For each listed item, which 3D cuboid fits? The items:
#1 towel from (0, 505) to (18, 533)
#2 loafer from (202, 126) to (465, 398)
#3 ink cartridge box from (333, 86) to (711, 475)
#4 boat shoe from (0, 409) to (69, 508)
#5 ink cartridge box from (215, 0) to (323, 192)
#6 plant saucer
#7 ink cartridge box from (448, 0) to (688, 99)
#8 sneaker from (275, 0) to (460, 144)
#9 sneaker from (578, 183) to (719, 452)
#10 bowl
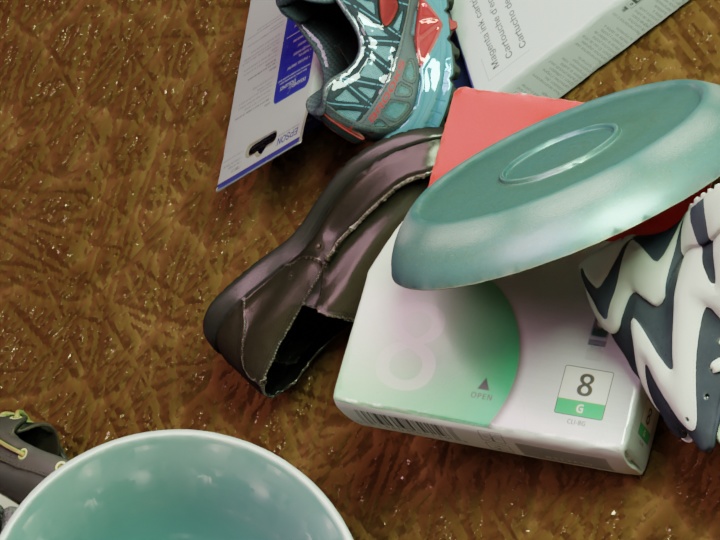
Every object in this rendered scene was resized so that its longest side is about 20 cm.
[{"bbox_3d":[-0.212,0.226,1.610,0.085,0.200,0.166,11,69,6],"label":"towel"},{"bbox_3d":[0.000,0.000,1.630,0.200,0.073,0.071,-44,56,24],"label":"loafer"},{"bbox_3d":[0.090,-0.005,1.511,0.161,0.050,0.200,9,73,23],"label":"ink cartridge box"},{"bbox_3d":[-0.198,0.120,1.746,0.201,0.072,0.061,29,84,42],"label":"boat shoe"},{"bbox_3d":[-0.033,-0.142,1.744,0.099,0.039,0.200,-25,49,53],"label":"ink cartridge box"},{"bbox_3d":[0.102,-0.048,1.435,0.200,0.027,0.200,-24,14,6],"label":"plant saucer"},{"bbox_3d":[0.088,-0.181,1.663,0.200,0.043,0.197,-36,46,22],"label":"ink cartridge box"},{"bbox_3d":[0.001,-0.168,1.651,0.079,0.095,0.200,134,135,-58],"label":"sneaker"},{"bbox_3d":[0.191,0.024,1.367,0.199,0.079,0.130,-29,81,49],"label":"sneaker"},{"bbox_3d":[-0.095,0.194,1.535,0.200,0.105,0.201,0,65,1],"label":"bowl"}]
